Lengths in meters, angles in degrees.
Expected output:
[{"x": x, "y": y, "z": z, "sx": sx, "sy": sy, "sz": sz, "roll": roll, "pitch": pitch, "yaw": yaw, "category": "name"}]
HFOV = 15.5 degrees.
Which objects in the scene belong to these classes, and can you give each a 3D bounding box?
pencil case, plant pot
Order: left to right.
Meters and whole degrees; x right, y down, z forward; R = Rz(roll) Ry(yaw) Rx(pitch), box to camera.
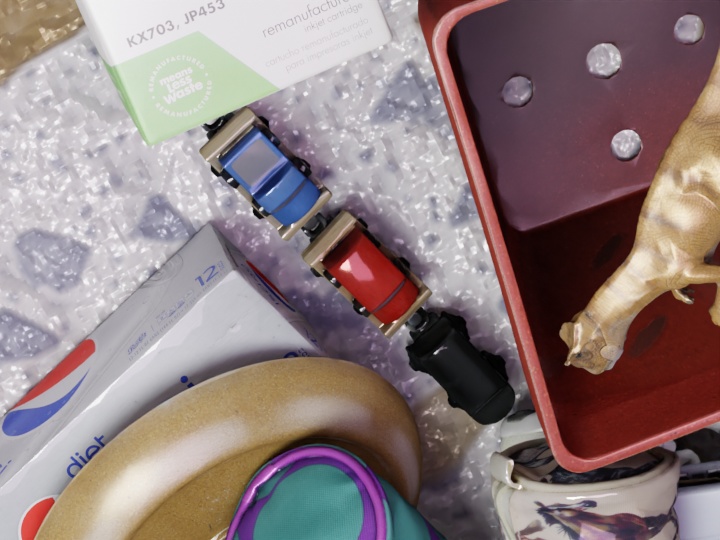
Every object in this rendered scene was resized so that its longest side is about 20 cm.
[{"x": -0.054, "y": 0.124, "z": 1.162, "sx": 0.199, "sy": 0.028, "sz": 0.201, "roll": -20, "pitch": 136, "yaw": -21, "category": "plant pot"}, {"x": 0.018, "y": 0.154, "z": 1.153, "sx": 0.085, "sy": 0.092, "sz": 0.200, "roll": -41, "pitch": 139, "yaw": 3, "category": "pencil case"}, {"x": 0.096, "y": 0.163, "z": 1.124, "sx": 0.089, "sy": 0.078, "sz": 0.201, "roll": -14, "pitch": 111, "yaw": -27, "category": "pencil case"}, {"x": 0.127, "y": -0.066, "z": 1.106, "sx": 0.199, "sy": 0.176, "sz": 0.201, "roll": -20, "pitch": 111, "yaw": -5, "category": "plant pot"}]

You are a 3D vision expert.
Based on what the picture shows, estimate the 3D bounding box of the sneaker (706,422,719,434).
[{"x": 0.219, "y": 0.062, "z": 1.238, "sx": 0.199, "sy": 0.075, "sz": 0.089, "roll": 13, "pitch": 121, "yaw": -14, "category": "sneaker"}]

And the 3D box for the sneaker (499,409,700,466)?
[{"x": 0.139, "y": 0.134, "z": 1.220, "sx": 0.200, "sy": 0.075, "sz": 0.081, "roll": 38, "pitch": 64, "yaw": -20, "category": "sneaker"}]

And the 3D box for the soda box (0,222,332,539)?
[{"x": -0.111, "y": 0.076, "z": 1.161, "sx": 0.200, "sy": 0.063, "sz": 0.068, "roll": -43, "pitch": 114, "yaw": 4, "category": "soda box"}]

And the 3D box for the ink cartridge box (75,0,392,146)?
[{"x": -0.078, "y": -0.168, "z": 1.081, "sx": 0.117, "sy": 0.067, "sz": 0.201, "roll": -24, "pitch": 112, "yaw": -4, "category": "ink cartridge box"}]

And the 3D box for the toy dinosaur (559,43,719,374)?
[{"x": 0.136, "y": -0.042, "z": 0.989, "sx": 0.106, "sy": 0.060, "sz": 0.201, "roll": 15, "pitch": 104, "yaw": -16, "category": "toy dinosaur"}]

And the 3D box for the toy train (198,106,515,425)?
[{"x": 0.000, "y": 0.000, "z": 1.169, "sx": 0.034, "sy": 0.046, "sz": 0.200, "roll": -44, "pitch": 112, "yaw": 4, "category": "toy train"}]

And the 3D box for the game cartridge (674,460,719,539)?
[{"x": 0.184, "y": 0.147, "z": 1.167, "sx": 0.199, "sy": 0.041, "sz": 0.134, "roll": -9, "pitch": 103, "yaw": 12, "category": "game cartridge"}]
